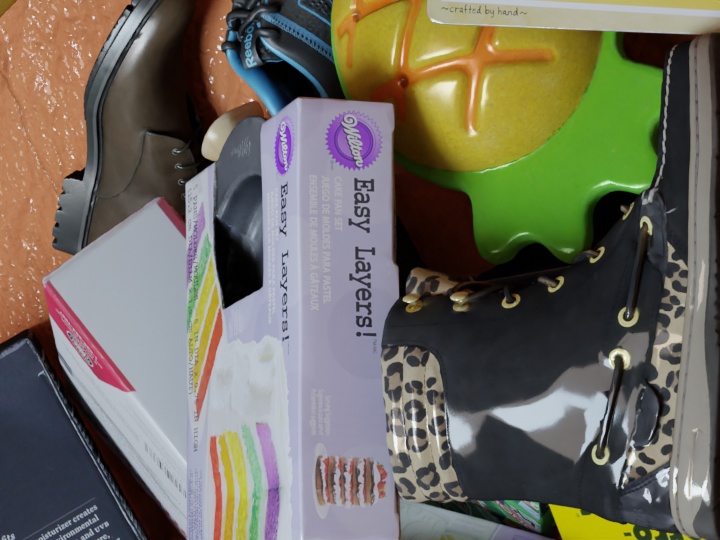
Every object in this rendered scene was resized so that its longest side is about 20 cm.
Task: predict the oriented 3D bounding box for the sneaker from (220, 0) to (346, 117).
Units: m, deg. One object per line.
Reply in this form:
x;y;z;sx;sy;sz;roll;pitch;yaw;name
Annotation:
-0.034;-0.141;1.036;0.073;0.082;0.201;-16;101;48;sneaker

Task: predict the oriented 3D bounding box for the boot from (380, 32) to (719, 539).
0.088;0.007;0.856;0.149;0.073;0.202;-2;82;30;boot

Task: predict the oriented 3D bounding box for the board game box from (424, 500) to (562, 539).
0.027;0.078;1.088;0.199;0.029;0.135;36;159;24;board game box

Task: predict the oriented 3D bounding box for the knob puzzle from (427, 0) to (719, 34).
0.113;-0.197;0.846;0.218;0.030;0.222;2;95;20;knob puzzle

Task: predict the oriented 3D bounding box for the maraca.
0.061;-0.094;0.941;0.137;0.107;0.201;-43;62;17;maraca

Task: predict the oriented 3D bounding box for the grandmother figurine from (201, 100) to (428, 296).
0.000;0.000;1.106;0.200;0.061;0.122;41;163;20;grandmother figurine

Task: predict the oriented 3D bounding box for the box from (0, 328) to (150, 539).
-0.202;0.151;1.273;0.200;0.123;0.200;62;172;-4;box

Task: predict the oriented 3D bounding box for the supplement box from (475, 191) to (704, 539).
0.150;0.069;0.971;0.109;0.109;0.202;-11;106;44;supplement box

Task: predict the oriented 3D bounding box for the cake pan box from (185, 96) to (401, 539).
-0.034;0.031;0.961;0.184;0.052;0.202;159;112;-67;cake pan box

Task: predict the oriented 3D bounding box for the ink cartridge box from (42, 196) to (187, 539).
-0.095;0.068;1.156;0.145;0.083;0.200;49;165;12;ink cartridge box

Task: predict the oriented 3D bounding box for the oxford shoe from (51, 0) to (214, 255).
-0.110;-0.079;1.163;0.084;0.073;0.201;25;133;8;oxford shoe

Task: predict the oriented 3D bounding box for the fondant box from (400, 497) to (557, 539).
0.081;0.206;1.100;0.143;0.058;0.201;11;147;38;fondant box

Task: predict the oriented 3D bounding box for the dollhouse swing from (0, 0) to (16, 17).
-0.262;-0.248;1.129;0.199;0.182;0.177;15;143;37;dollhouse swing
